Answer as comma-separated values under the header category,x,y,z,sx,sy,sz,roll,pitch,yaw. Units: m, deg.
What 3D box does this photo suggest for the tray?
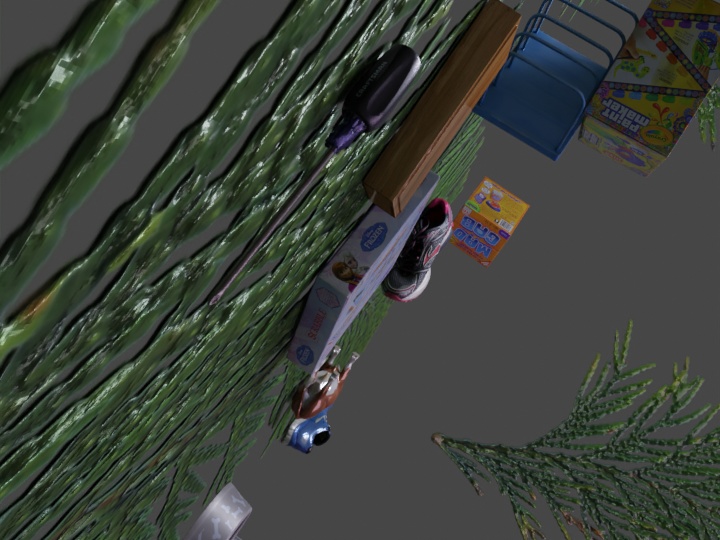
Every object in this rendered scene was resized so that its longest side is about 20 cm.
category,x,y,z,sx,sy,sz,roll,pitch,yaw
tray,0.076,-0.146,0.704,0.200,0.037,0.099,-54,174,-1

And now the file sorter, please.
category,x,y,z,sx,sy,sz,roll,pitch,yaw
file sorter,0.271,-0.283,1.031,0.200,0.139,0.123,-52,169,-28

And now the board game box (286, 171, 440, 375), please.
category,x,y,z,sx,sy,sz,roll,pitch,yaw
board game box,0.000,0.000,0.861,0.200,0.041,0.200,-52,173,-34

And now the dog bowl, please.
category,x,y,z,sx,sy,sz,roll,pitch,yaw
dog bowl,-0.251,0.447,1.224,0.200,0.059,0.200,-54,173,-9

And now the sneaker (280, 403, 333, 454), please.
category,x,y,z,sx,sy,sz,roll,pitch,yaw
sneaker,-0.108,0.364,1.746,0.079,0.089,0.200,-58,174,30

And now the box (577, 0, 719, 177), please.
category,x,y,z,sx,sy,sz,roll,pitch,yaw
box,0.401,-0.250,1.021,0.193,0.122,0.200,-59,168,7

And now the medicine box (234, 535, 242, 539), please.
category,x,y,z,sx,sy,sz,roll,pitch,yaw
medicine box,-0.294,0.577,1.380,0.200,0.103,0.182,-54,174,-18

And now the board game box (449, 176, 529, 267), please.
category,x,y,z,sx,sy,sz,roll,pitch,yaw
board game box,0.466,-0.180,2.779,0.200,0.200,0.200,-50,172,-40

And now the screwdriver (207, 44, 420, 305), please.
category,x,y,z,sx,sy,sz,roll,pitch,yaw
screwdriver,-0.028,-0.060,0.427,0.200,0.029,0.028,-49,173,-21

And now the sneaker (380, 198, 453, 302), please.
category,x,y,z,sx,sy,sz,roll,pitch,yaw
sneaker,0.093,-0.037,1.273,0.200,0.080,0.075,-61,162,-23

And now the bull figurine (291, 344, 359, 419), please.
category,x,y,z,sx,sy,sz,roll,pitch,yaw
bull figurine,-0.064,0.199,1.336,0.122,0.065,0.200,-61,175,17
